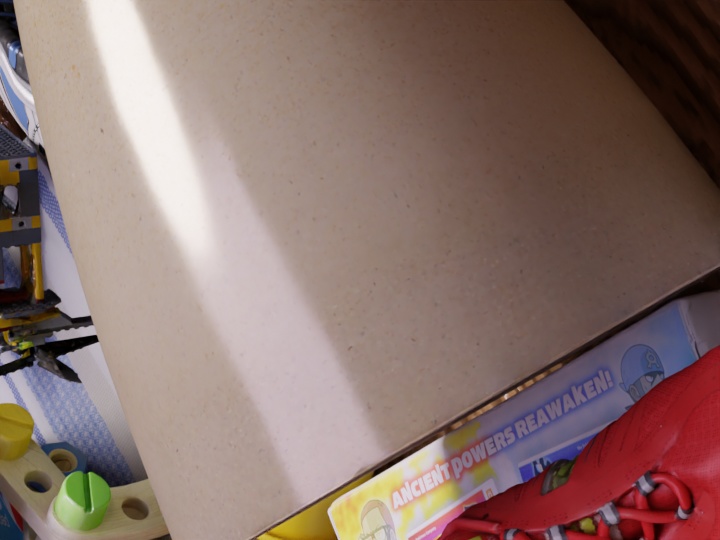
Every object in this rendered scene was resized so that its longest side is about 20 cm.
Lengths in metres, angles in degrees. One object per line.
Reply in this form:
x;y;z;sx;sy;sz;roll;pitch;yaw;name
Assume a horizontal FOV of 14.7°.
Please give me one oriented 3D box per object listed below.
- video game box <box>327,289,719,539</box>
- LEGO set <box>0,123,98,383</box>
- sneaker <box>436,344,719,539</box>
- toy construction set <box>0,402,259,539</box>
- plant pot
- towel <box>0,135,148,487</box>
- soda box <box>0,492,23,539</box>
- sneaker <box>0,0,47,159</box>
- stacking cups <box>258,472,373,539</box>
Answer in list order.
0.083;0.123;0.859;0.200;0.047;0.183;-34;74;51;video game box
-0.187;0.002;1.052;0.200;0.153;0.117;26;121;57;LEGO set
0.067;0.081;0.764;0.200;0.085;0.077;-45;65;47;sneaker
-0.063;0.138;0.977;0.092;0.130;0.201;-49;48;51;toy construction set
-0.015;-0.047;0.797;0.187;0.187;0.201;-34;84;51;plant pot
-0.125;0.054;1.139;0.147;0.024;0.200;58;140;23;towel
-0.167;0.094;1.041;0.068;0.064;0.200;65;-176;13;soda box
-0.086;-0.040;1.017;0.200;0.075;0.077;43;131;43;sneaker
0.000;0.000;0.924;0.061;0.060;0.201;46;133;36;stacking cups
